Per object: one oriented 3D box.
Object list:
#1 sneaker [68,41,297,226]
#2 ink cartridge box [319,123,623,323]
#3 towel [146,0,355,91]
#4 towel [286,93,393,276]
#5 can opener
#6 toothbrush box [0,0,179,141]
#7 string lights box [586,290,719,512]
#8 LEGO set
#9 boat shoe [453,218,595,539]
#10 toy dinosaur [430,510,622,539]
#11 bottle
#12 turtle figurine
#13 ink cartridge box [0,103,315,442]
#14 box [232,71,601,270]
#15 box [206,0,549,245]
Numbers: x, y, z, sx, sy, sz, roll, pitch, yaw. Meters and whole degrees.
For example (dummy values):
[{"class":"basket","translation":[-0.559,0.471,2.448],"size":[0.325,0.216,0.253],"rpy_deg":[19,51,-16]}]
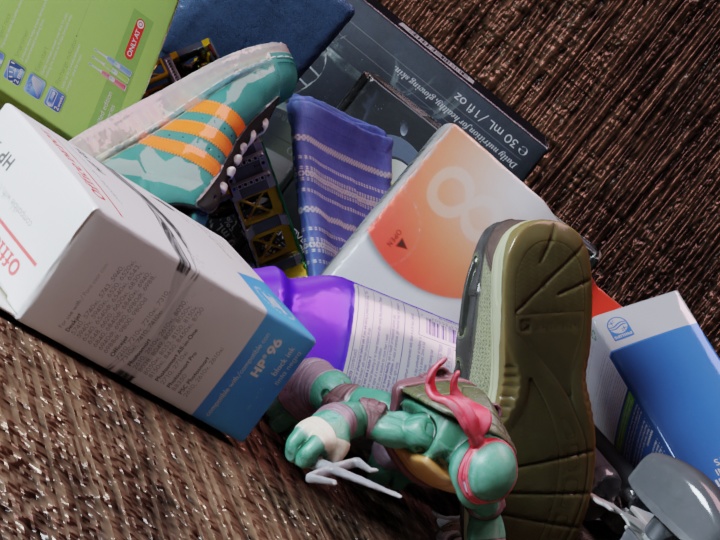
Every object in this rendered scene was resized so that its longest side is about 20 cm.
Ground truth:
[{"class":"sneaker","translation":[-0.100,-0.059,1.527],"size":[0.080,0.200,0.071],"rpy_deg":[58,-37,-1]},{"class":"ink cartridge box","translation":[0.074,0.040,1.588],"size":[0.200,0.162,0.050],"rpy_deg":[39,-20,-1]},{"class":"towel","translation":[-0.106,-0.132,1.758],"size":[0.111,0.200,0.049],"rpy_deg":[35,21,-34]},{"class":"towel","translation":[0.000,0.000,1.662],"size":[0.145,0.024,0.202],"rpy_deg":[21,59,-68]},{"class":"can opener","translation":[0.142,0.105,1.481],"size":[0.053,0.067,0.200],"rpy_deg":[26,16,-39]},{"class":"toothbrush box","translation":[-0.210,-0.164,1.555],"size":[0.200,0.147,0.086],"rpy_deg":[34,-27,-34]},{"class":"string lights box","translation":[0.189,0.123,1.511],"size":[0.103,0.059,0.201],"rpy_deg":[94,-26,-51]},{"class":"LEGO set","translation":[-0.112,-0.044,1.659],"size":[0.201,0.115,0.154],"rpy_deg":[-116,-174,-46]},{"class":"boat shoe","translation":[0.082,0.071,1.460],"size":[0.071,0.203,0.066],"rpy_deg":[1,7,-22]},{"class":"toy dinosaur","translation":[0.137,0.173,1.523],"size":[0.199,0.077,0.103],"rpy_deg":[29,23,-32]},{"class":"bottle","translation":[-0.015,0.047,1.495],"size":[0.199,0.084,0.065],"rpy_deg":[21,-32,-20]},{"class":"turtle figurine","translation":[0.030,0.098,1.368],"size":[0.150,0.101,0.200],"rpy_deg":[47,-7,-22]},{"class":"ink cartridge box","translation":[-0.128,-0.006,1.330],"size":[0.200,0.068,0.116],"rpy_deg":[32,8,-41]},{"class":"box","translation":[0.036,-0.008,1.835],"size":[0.200,0.164,0.086],"rpy_deg":[39,6,4]},{"class":"box","translation":[-0.002,-0.074,1.944],"size":[0.200,0.197,0.124],"rpy_deg":[38,7,-1]}]
